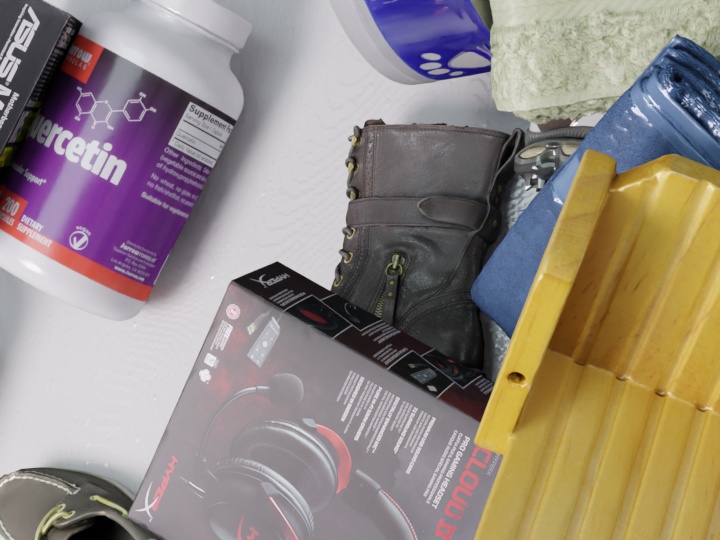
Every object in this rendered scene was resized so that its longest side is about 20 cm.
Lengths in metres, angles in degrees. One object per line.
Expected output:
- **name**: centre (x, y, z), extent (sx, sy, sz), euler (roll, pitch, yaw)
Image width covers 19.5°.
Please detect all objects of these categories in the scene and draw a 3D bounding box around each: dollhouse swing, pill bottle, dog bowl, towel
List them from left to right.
- **pill bottle**: centre (-0.145, -0.078, 1.285), extent (0.112, 0.112, 0.201), euler (27, 91, 35)
- **dog bowl**: centre (0.048, -0.206, 1.146), extent (0.078, 0.200, 0.202), euler (-6, 72, 29)
- **towel**: centre (0.143, -0.017, 1.059), extent (0.112, 0.048, 0.200), euler (47, 136, 8)
- **towel**: centre (0.154, -0.155, 1.044), extent (0.198, 0.036, 0.150), euler (-6, 102, 15)
- **dollhouse swing**: centre (0.154, 0.085, 0.949), extent (0.198, 0.176, 0.183), euler (22, 130, 4)

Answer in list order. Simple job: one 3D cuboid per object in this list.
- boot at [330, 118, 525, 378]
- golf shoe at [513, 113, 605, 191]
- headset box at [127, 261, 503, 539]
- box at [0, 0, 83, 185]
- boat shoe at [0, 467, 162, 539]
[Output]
- **boot**: centre (0.000, 0.000, 1.201), extent (0.198, 0.069, 0.176), euler (-3, 73, 21)
- **golf shoe**: centre (0.174, -0.084, 1.103), extent (0.198, 0.078, 0.095), euler (3, 77, 32)
- **headset box**: centre (-0.001, 0.110, 1.109), extent (0.199, 0.075, 0.150), euler (29, 106, 12)
- **box**: centre (-0.226, -0.092, 1.302), extent (0.044, 0.200, 0.161), euler (28, 91, -5)
- **boat shoe**: centre (-0.157, 0.166, 1.250), extent (0.201, 0.060, 0.073), euler (25, 90, 35)
